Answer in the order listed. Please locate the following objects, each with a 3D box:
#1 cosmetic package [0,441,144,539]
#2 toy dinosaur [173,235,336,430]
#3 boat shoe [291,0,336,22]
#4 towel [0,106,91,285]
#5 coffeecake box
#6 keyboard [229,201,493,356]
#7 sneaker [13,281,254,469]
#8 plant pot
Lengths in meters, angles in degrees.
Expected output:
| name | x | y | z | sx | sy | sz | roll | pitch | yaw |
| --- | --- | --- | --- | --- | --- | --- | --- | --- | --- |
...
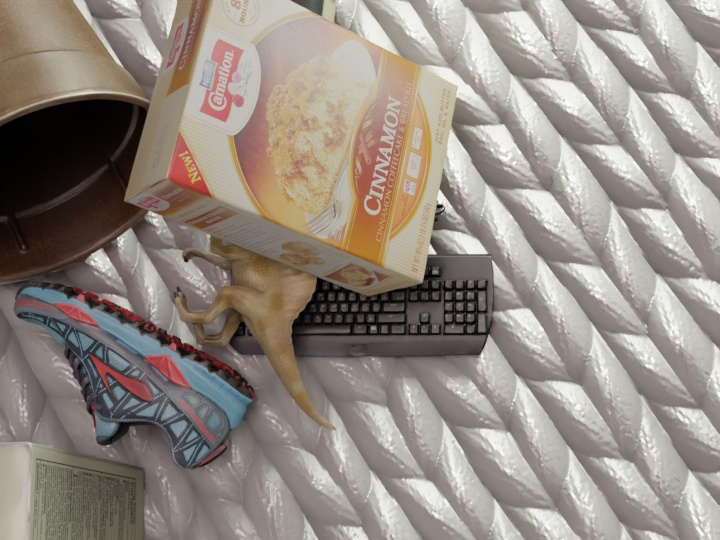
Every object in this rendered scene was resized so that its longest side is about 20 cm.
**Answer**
| name | x | y | z | sx | sy | sz | roll | pitch | yaw |
| --- | --- | --- | --- | --- | --- | --- | --- | --- | --- |
| cosmetic package | -0.220 | 0.175 | 0.853 | 0.087 | 0.200 | 0.104 | -4 | 75 | 10 |
| toy dinosaur | -0.078 | 0.023 | 0.921 | 0.100 | 0.058 | 0.202 | -11 | 82 | 8 |
| boat shoe | -0.042 | -0.155 | 0.970 | 0.062 | 0.071 | 0.202 | 1 | 81 | -29 |
| towel | -0.296 | -0.086 | 1.016 | 0.145 | 0.030 | 0.201 | -12 | 75 | 6 |
| coffeecake box | -0.042 | -0.089 | 0.872 | 0.199 | 0.073 | 0.155 | 21 | 70 | -28 |
| keyboard | 0.000 | 0.000 | 0.948 | 0.198 | 0.021 | 0.128 | -1 | 77 | 9 |
| sneaker | -0.182 | 0.078 | 0.933 | 0.199 | 0.079 | 0.096 | 27 | 85 | 15 |
| plant pot | -0.262 | -0.128 | 0.921 | 0.200 | 0.200 | 0.199 | -33 | 66 | 1 |
